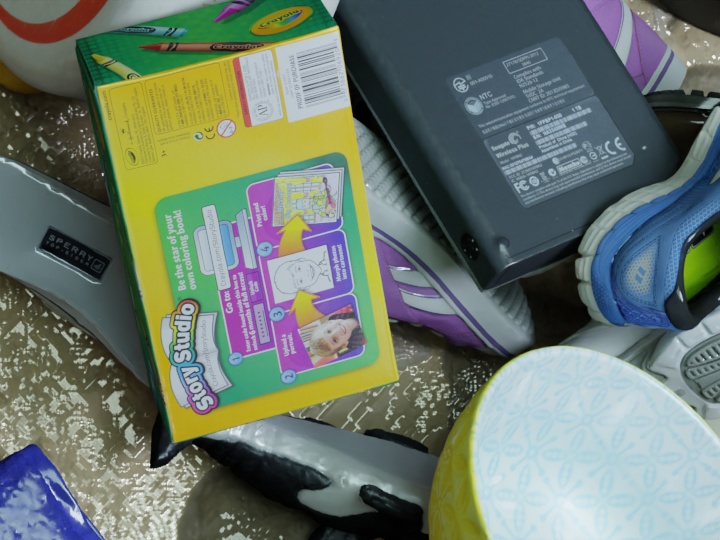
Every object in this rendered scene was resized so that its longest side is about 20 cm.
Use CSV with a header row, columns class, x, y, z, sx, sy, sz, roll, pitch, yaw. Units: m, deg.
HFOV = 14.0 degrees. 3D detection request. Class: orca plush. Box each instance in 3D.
class,x,y,z,sx,sy,sz,roll,pitch,yaw
orca plush,-0.018,0.124,1.519,0.199,0.105,0.071,14,105,-22

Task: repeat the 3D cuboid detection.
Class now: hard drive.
class,x,y,z,sx,sy,sz,roll,pitch,yaw
hard drive,0.069,-0.100,1.518,0.139,0.033,0.201,-22,74,-31

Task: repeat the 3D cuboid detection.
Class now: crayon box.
class,x,y,z,sx,sy,sz,roll,pitch,yaw
crayon box,-0.058,-0.026,1.408,0.118,0.058,0.201,-15,120,-9

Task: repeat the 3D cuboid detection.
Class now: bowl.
class,x,y,z,sx,sy,sz,roll,pitch,yaw
bowl,0.102,0.150,1.452,0.199,0.108,0.201,24,45,-27

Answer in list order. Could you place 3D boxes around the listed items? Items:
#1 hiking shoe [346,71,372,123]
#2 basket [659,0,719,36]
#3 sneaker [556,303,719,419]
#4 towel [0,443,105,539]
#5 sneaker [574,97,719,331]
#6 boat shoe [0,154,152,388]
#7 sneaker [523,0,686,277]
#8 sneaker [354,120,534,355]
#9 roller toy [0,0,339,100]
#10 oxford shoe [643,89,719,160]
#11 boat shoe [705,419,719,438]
class,x,y,z,sx,sy,sz,roll,pitch,yaw
hiking shoe,-0.019,-0.130,1.577,0.200,0.076,0.101,-38,83,-31
basket,0.247,-0.237,1.668,0.180,0.135,0.201,30,73,-48
sneaker,0.140,0.050,1.550,0.078,0.199,0.100,54,22,-29
towel,-0.196,0.199,1.444,0.200,0.050,0.148,-36,87,-24
sneaker,0.203,-0.035,1.479,0.200,0.089,0.079,-45,126,-17
boat shoe,-0.129,0.002,1.494,0.199,0.070,0.071,30,94,-10
sneaker,0.098,-0.088,1.586,0.114,0.072,0.201,48,40,-18
sneaker,0.000,-0.001,1.549,0.200,0.114,0.073,39,27,-36
roller toy,-0.109,-0.173,1.467,0.139,0.199,0.184,6,92,-42
oxford shoe,0.228,-0.034,1.574,0.199,0.073,0.085,26,73,-15
boat shoe,0.161,0.127,1.576,0.199,0.072,0.060,-25,132,-11
